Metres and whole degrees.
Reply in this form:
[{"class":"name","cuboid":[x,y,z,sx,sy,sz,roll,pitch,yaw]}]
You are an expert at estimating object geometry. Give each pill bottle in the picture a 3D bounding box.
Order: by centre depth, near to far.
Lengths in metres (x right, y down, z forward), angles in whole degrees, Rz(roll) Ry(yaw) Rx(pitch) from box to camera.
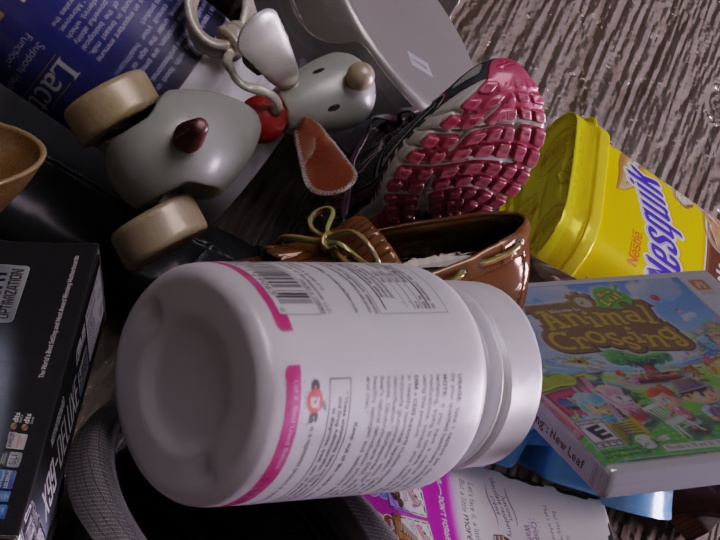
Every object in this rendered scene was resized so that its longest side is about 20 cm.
[{"class":"pill bottle","cuboid":[-0.011,0.053,1.241,0.199,0.113,0.114,1,52,-44]},{"class":"pill bottle","cuboid":[-0.138,-0.120,1.443,0.200,0.116,0.116,37,35,-8]}]

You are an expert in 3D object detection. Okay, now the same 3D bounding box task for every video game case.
[{"class":"video game case","cuboid":[0.164,0.058,1.410,0.199,0.022,0.182,-4,32,-32]}]

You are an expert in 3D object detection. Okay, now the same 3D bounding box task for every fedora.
[{"class":"fedora","cuboid":[-0.070,0.152,1.247,0.200,0.091,0.177,42,32,14]}]

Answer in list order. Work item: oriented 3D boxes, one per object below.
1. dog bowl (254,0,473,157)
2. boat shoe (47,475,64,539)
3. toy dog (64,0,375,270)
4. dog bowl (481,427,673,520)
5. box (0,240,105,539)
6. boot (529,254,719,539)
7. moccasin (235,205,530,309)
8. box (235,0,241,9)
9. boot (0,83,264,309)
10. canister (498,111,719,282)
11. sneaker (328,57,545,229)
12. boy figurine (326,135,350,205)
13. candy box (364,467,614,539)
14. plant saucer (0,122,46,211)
[{"class":"dog bowl","cuboid":[0.011,-0.137,1.530,0.200,0.059,0.201,42,28,-28]},{"class":"boat shoe","cuboid":[-0.173,0.085,1.238,0.072,0.065,0.201,24,39,-24]},{"class":"toy dog","cuboid":[-0.062,-0.083,1.344,0.132,0.096,0.200,49,53,-13]},{"class":"dog bowl","cuboid":[0.092,0.089,1.444,0.199,0.050,0.111,19,1,-18]},{"class":"box","cuboid":[-0.211,0.064,1.171,0.156,0.050,0.201,4,40,5]},{"class":"boot","cuboid":[0.168,0.059,1.514,0.064,0.186,0.200,-39,86,-31]},{"class":"moccasin","cuboid":[0.001,0.001,1.342,0.200,0.078,0.074,-4,33,-21]},{"class":"box","cuboid":[-0.078,-0.260,1.604,0.200,0.077,0.095,53,28,-41]},{"class":"boot","cuboid":[-0.144,-0.002,1.357,0.199,0.066,0.165,34,29,-17]},{"class":"canister","cuboid":[0.190,0.006,1.661,0.199,0.087,0.149,33,36,-16]},{"class":"sneaker","cuboid":[0.030,-0.059,1.402,0.080,0.200,0.075,5,60,-29]},{"class":"boy figurine","cuboid":[-0.011,-0.085,1.578,0.124,0.064,0.201,18,41,-35]},{"class":"candy box","cuboid":[0.057,0.173,1.375,0.199,0.061,0.137,17,41,-31]},{"class":"plant saucer","cuboid":[-0.252,-0.042,1.245,0.198,0.036,0.200,1,16,0]}]
